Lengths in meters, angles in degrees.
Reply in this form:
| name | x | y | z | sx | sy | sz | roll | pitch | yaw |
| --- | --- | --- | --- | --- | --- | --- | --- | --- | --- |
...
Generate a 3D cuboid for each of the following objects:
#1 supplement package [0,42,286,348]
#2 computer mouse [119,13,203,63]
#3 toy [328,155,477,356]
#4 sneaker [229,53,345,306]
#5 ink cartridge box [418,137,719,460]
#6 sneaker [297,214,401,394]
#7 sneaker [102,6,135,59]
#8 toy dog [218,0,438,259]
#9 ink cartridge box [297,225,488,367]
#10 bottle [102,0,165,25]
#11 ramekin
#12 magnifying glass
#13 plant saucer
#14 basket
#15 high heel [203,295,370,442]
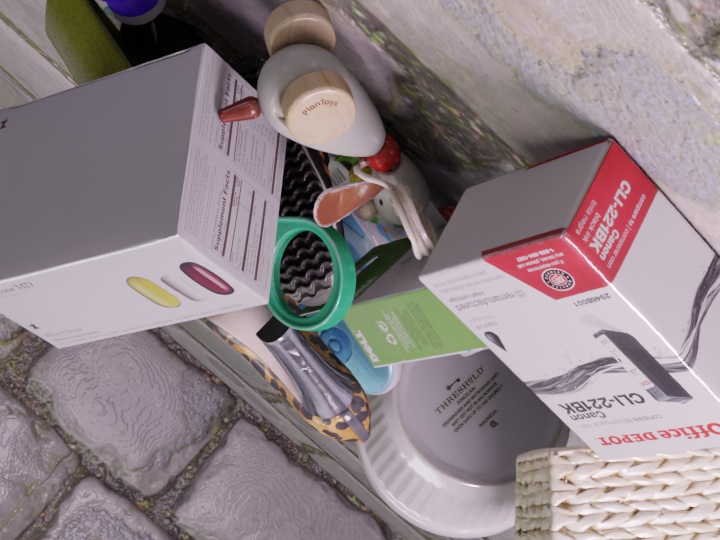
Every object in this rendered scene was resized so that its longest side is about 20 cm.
| name | x | y | z | sx | sy | sz | roll | pitch | yaw |
| --- | --- | --- | --- | --- | --- | --- | --- | --- | --- |
| supplement package | -0.169 | -0.049 | 1.133 | 0.198 | 0.157 | 0.111 | -13 | 148 | 30 |
| computer mouse | -0.123 | -0.154 | 1.308 | 0.140 | 0.046 | 0.200 | 36 | -170 | -34 |
| toy | 0.058 | -0.029 | 1.250 | 0.200 | 0.047 | 0.115 | 49 | 155 | -7 |
| sneaker | -0.044 | -0.070 | 1.211 | 0.090 | 0.070 | 0.202 | 2 | -114 | -61 |
| ink cartridge box | 0.159 | 0.027 | 1.002 | 0.200 | 0.084 | 0.144 | 43 | 148 | -21 |
| sneaker | 0.000 | 0.000 | 1.326 | 0.079 | 0.130 | 0.201 | -32 | 85 | 36 |
| sneaker | -0.225 | -0.175 | 1.477 | 0.077 | 0.087 | 0.200 | 35 | 167 | 20 |
| toy dog | -0.028 | -0.088 | 1.106 | 0.201 | 0.096 | 0.132 | 59 | -165 | -27 |
| ink cartridge box | 0.052 | 0.015 | 1.159 | 0.199 | 0.104 | 0.060 | -15 | 113 | 53 |
| bottle | -0.192 | -0.253 | 1.155 | 0.083 | 0.065 | 0.200 | 33 | 166 | 20 |
| ramekin | 0.097 | 0.128 | 1.386 | 0.202 | 0.203 | 0.094 | 37 | 157 | 6 |
| magnifying glass | -0.076 | -0.025 | 1.160 | 0.022 | 0.080 | 0.200 | 1 | -151 | -47 |
| plant saucer | -0.186 | -0.134 | 1.302 | 0.200 | 0.048 | 0.200 | 55 | 180 | 34 |
| basket | 0.223 | 0.198 | 1.219 | 0.197 | 0.125 | 0.136 | -1 | 171 | -8 |
| high heel | -0.063 | 0.064 | 1.286 | 0.143 | 0.071 | 0.200 | 53 | 175 | -32 |
